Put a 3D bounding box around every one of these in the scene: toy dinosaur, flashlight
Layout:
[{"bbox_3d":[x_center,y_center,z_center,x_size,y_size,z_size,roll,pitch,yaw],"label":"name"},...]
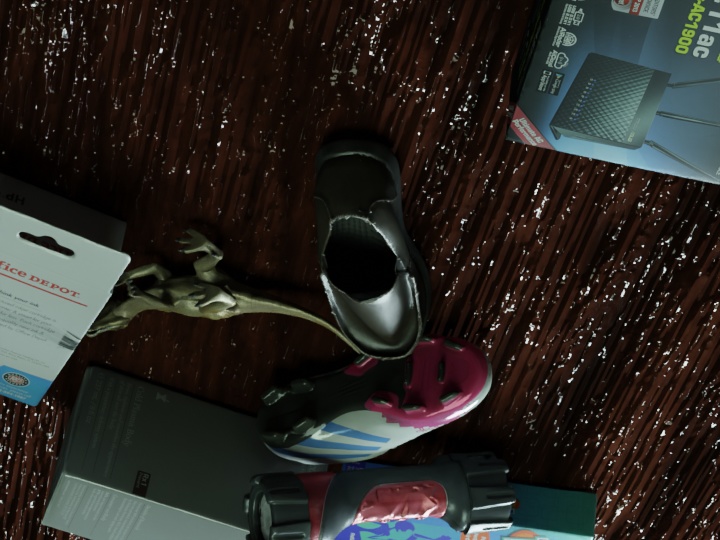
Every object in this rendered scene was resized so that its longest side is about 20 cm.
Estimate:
[{"bbox_3d":[-0.102,0.016,1.549,0.200,0.058,0.101,2,158,12],"label":"toy dinosaur"},{"bbox_3d":[0.017,0.176,1.627,0.200,0.068,0.068,-1,104,-22],"label":"flashlight"}]

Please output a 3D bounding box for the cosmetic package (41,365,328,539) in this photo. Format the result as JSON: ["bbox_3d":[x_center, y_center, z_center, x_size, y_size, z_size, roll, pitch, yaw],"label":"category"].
[{"bbox_3d":[-0.130,0.161,1.675,0.200,0.107,0.090,15,141,-9],"label":"cosmetic package"}]

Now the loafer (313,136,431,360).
[{"bbox_3d":[0.000,0.000,1.484,0.073,0.071,0.200,-2,138,14],"label":"loafer"}]

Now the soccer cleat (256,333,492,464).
[{"bbox_3d":[0.020,0.097,1.609,0.200,0.070,0.086,-15,150,30],"label":"soccer cleat"}]

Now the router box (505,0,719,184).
[{"bbox_3d":[0.179,-0.145,1.284,0.150,0.062,0.200,11,140,-3],"label":"router box"}]

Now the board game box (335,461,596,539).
[{"bbox_3d":[0.078,0.221,1.749,0.200,0.045,0.152,7,140,2],"label":"board game box"}]

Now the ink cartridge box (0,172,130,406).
[{"bbox_3d":[-0.239,0.002,1.537,0.116,0.068,0.200,22,139,-16],"label":"ink cartridge box"}]
